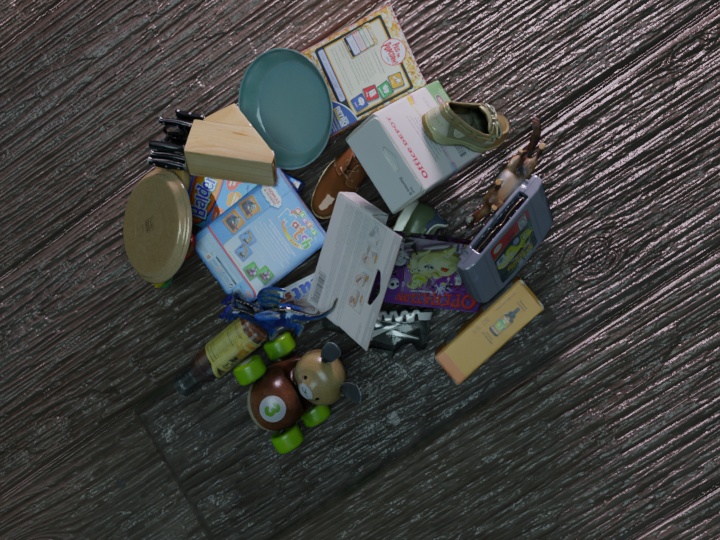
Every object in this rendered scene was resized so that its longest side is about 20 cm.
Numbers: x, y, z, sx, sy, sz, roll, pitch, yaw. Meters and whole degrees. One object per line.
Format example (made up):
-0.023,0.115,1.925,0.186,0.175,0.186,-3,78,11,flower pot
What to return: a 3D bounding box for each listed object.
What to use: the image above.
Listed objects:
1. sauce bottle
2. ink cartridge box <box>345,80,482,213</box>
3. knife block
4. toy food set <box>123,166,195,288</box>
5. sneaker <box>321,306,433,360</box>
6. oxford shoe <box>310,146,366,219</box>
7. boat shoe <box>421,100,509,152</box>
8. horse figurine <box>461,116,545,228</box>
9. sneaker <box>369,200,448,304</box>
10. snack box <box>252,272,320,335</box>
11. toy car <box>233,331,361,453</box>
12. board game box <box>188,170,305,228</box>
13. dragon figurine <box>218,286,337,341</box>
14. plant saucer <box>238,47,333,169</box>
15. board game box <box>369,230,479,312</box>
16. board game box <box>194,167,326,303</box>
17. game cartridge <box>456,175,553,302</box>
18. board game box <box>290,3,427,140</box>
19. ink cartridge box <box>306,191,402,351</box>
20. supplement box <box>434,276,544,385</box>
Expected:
-0.248,0.150,1.667,0.199,0.066,0.066,-39,89,21,sauce bottle
0.091,-0.202,1.536,0.087,0.199,0.147,-34,91,42,ink cartridge box
-0.254,-0.190,1.571,0.174,0.064,0.201,-31,62,-16,knife block
-0.346,-0.078,1.631,0.197,0.048,0.203,-39,63,34,toy food set
0.029,0.109,1.634,0.195,0.066,0.093,-2,91,5,sneaker
-0.021,-0.172,1.621,0.071,0.071,0.201,39,99,1,oxford shoe
0.184,-0.241,1.534,0.063,0.198,0.075,-35,65,42,boat shoe
0.248,-0.153,1.574,0.050,0.133,0.201,36,84,6,horse figurine
0.081,-0.019,1.618,0.089,0.067,0.203,26,94,9,sneaker
-0.092,0.050,1.666,0.197,0.024,0.073,-26,90,8,snack box
-0.084,0.190,1.574,0.198,0.157,0.167,-19,103,44,toy car
-0.216,-0.129,1.659,0.197,0.045,0.155,26,97,5,board game box
-0.141,0.067,1.562,0.196,0.099,0.060,-8,58,29,dragon figurine
-0.121,-0.276,1.613,0.196,0.036,0.205,10,110,29,plant saucer
0.117,0.002,1.590,0.195,0.032,0.122,6,115,-14,board game box
-0.172,-0.052,1.618,0.199,0.037,0.152,-37,91,8,board game box
0.242,-0.046,1.558,0.041,0.134,0.201,36,80,31,game cartridge
-0.003,-0.336,1.618,0.197,0.046,0.154,-25,90,8,board game box
0.000,0.000,1.543,0.175,0.044,0.204,36,117,42,ink cartridge box
0.218,0.102,1.612,0.199,0.069,0.067,-42,90,9,supplement box
